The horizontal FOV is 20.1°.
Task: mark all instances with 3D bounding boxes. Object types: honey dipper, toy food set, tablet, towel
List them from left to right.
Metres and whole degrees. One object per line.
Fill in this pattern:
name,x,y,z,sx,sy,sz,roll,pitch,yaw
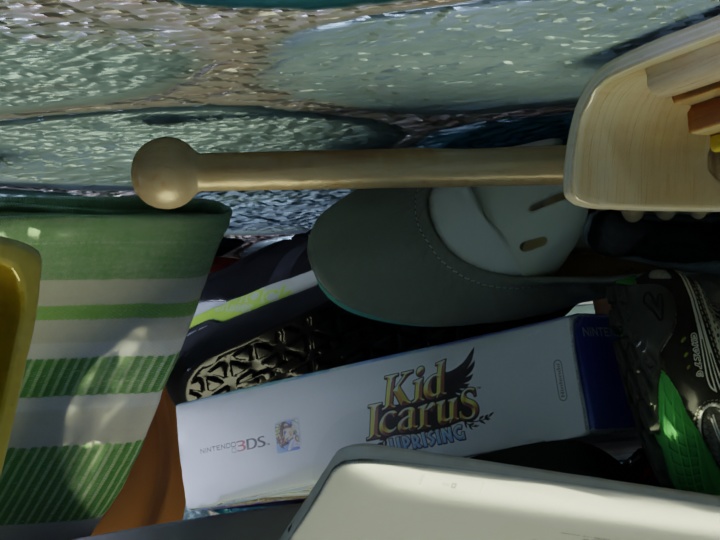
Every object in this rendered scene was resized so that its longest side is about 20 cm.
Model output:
towel,-0.150,0.048,0.816,0.152,0.023,0.201,0,132,-29
honey dipper,0.028,-0.031,0.635,0.198,0.038,0.038,-2,174,1
tablet,0.077,0.094,0.666,0.199,0.014,0.130,9,156,-9
toy food set,0.162,-0.037,0.525,0.143,0.061,0.200,0,173,-26

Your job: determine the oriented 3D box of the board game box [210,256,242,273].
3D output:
board game box,0.014,0.039,1.004,0.153,0.041,0.199,25,-167,38

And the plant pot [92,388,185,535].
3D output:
plant pot,-0.188,0.082,0.978,0.198,0.201,0.140,-3,158,1

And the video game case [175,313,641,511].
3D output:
video game case,0.060,0.055,0.792,0.180,0.046,0.199,-16,168,35

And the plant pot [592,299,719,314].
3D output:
plant pot,0.202,0.077,0.963,0.185,0.202,0.187,-2,174,0

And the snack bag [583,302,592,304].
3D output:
snack bag,0.188,0.010,1.180,0.199,0.022,0.188,-1,174,-16

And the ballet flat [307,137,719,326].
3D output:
ballet flat,0.080,-0.022,0.711,0.199,0.068,0.064,-1,147,-21

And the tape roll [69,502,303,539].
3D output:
tape roll,-0.060,0.142,0.862,0.199,0.067,0.200,-8,170,-1

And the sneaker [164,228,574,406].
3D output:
sneaker,0.000,0.000,0.870,0.199,0.083,0.072,-17,129,3

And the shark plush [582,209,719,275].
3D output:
shark plush,0.168,0.010,0.688,0.199,0.091,0.083,-5,159,-30

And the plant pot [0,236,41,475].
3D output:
plant pot,-0.253,0.060,0.654,0.199,0.197,0.194,9,175,31

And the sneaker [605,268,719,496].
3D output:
sneaker,0.149,0.045,0.678,0.085,0.078,0.200,-30,142,26

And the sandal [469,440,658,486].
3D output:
sandal,0.083,0.081,0.729,0.075,0.045,0.200,-17,154,18
